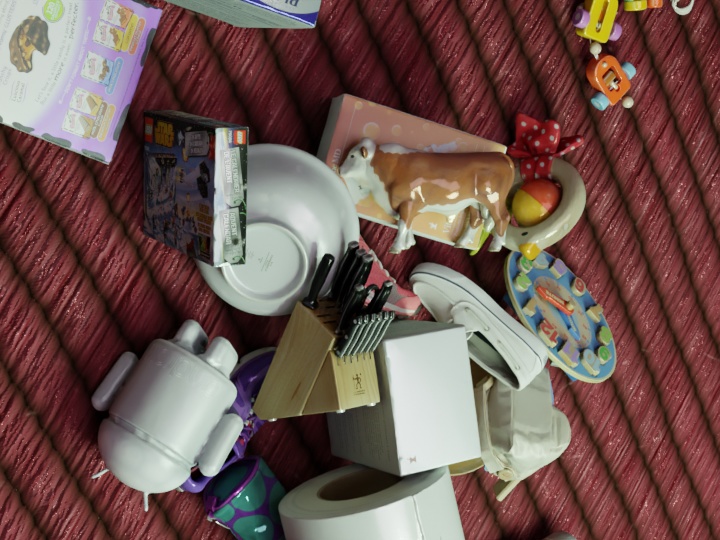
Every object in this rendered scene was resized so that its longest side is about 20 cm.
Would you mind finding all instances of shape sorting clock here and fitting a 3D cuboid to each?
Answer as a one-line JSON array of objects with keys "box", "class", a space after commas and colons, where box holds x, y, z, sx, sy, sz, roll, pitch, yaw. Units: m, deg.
[{"box": [0.256, 0.052, 1.723, 0.199, 0.039, 0.202, 29, 41, -28], "class": "shape sorting clock"}]

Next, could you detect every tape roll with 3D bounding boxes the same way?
[{"box": [0.018, 0.305, 1.533, 0.200, 0.202, 0.141, -17, 97, -26], "class": "tape roll"}]

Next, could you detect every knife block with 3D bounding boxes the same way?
[{"box": [-0.045, 0.066, 1.483, 0.063, 0.199, 0.178, -5, 84, -44], "class": "knife block"}]

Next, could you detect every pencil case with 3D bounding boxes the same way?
[{"box": [-0.107, 0.311, 1.603, 0.092, 0.085, 0.201, -40, 118, -14], "class": "pencil case"}]

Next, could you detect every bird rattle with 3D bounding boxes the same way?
[{"box": [0.211, -0.091, 1.676, 0.199, 0.163, 0.113, -37, 135, -9], "class": "bird rattle"}]

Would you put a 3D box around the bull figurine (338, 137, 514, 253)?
[{"box": [0.075, -0.083, 1.488, 0.197, 0.065, 0.123, 0, 97, -8], "class": "bull figurine"}]

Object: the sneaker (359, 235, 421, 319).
[{"box": [0.000, 0.000, 1.610, 0.198, 0.073, 0.088, 19, 87, -33], "class": "sneaker"}]

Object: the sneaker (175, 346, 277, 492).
[{"box": [-0.140, 0.178, 1.557, 0.201, 0.083, 0.081, -50, 120, -14], "class": "sneaker"}]

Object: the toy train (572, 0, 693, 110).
[{"box": [0.337, -0.316, 1.760, 0.201, 0.055, 0.150, -51, 121, -9], "class": "toy train"}]

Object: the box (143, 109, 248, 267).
[{"box": [-0.174, -0.090, 1.413, 0.039, 0.199, 0.139, -5, 103, -29], "class": "box"}]

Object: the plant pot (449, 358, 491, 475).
[{"box": [0.126, 0.162, 1.745, 0.198, 0.027, 0.203, -6, 102, -30], "class": "plant pot"}]

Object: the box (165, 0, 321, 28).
[{"box": [-0.153, -0.323, 1.377, 0.182, 0.199, 0.107, 14, 93, -32], "class": "box"}]

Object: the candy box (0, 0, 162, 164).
[{"box": [-0.323, -0.223, 1.373, 0.198, 0.071, 0.170, 21, 90, -33], "class": "candy box"}]

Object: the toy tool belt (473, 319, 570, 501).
[{"box": [0.187, 0.175, 1.704, 0.123, 0.123, 0.202, 12, 50, -15], "class": "toy tool belt"}]

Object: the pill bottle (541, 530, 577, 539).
[{"box": [0.210, 0.434, 1.800, 0.198, 0.113, 0.115, -25, 112, -24], "class": "pill bottle"}]

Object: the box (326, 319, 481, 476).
[{"box": [0.040, 0.141, 1.571, 0.105, 0.199, 0.155, -9, 94, -24], "class": "box"}]

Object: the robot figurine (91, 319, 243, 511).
[{"box": [-0.212, 0.156, 1.485, 0.202, 0.168, 0.113, -60, 162, -13], "class": "robot figurine"}]

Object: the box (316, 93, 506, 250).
[{"box": [0.050, -0.112, 1.563, 0.197, 0.097, 0.126, 16, 91, -10], "class": "box"}]

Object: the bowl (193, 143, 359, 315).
[{"box": [-0.100, -0.028, 1.478, 0.198, 0.091, 0.204, 1, 116, 2], "class": "bowl"}]

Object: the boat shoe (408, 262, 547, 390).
[{"box": [0.132, 0.070, 1.650, 0.199, 0.072, 0.066, 40, 55, 7], "class": "boat shoe"}]
